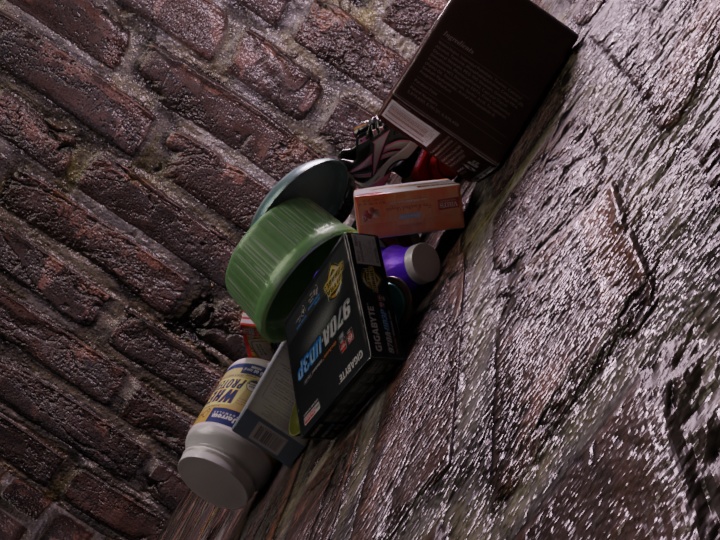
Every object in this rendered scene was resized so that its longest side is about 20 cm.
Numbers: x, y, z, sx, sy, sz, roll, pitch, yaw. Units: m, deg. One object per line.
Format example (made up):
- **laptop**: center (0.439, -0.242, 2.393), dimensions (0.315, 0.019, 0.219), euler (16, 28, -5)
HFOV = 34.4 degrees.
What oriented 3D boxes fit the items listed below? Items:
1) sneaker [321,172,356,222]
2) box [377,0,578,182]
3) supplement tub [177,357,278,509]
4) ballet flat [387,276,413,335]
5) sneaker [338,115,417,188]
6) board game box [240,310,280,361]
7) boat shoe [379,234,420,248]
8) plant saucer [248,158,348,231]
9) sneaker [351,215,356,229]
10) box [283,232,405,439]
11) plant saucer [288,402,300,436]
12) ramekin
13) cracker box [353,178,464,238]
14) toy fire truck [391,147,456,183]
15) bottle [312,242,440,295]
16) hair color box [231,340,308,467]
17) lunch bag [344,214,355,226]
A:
- **sneaker**: center (-0.074, -0.070, 1.819), dimensions (0.202, 0.075, 0.079), euler (-59, 8, 6)
- **box**: center (0.146, -0.248, 1.502), dimensions (0.201, 0.163, 0.166), euler (-57, 3, -5)
- **supplement tub**: center (-0.183, 0.251, 1.798), dimensions (0.145, 0.143, 0.201), euler (-52, 6, 50)
- **ballet flat**: center (0.021, 0.063, 1.369), dimensions (0.067, 0.068, 0.200), euler (-23, -19, -40)
- **sneaker**: center (0.033, -0.203, 1.767), dimensions (0.201, 0.086, 0.081), euler (-51, 22, 33)
- **board game box**: center (-0.146, 0.085, 1.897), dimensions (0.201, 0.046, 0.153), euler (84, -166, -52)
- **boat shoe**: center (0.033, 0.018, 1.557), dimensions (0.062, 0.072, 0.201), euler (-20, -29, -24)
- **plant saucer**: center (-0.096, -0.085, 1.692), dimensions (0.200, 0.027, 0.201), euler (-42, -22, -21)
- **sneaker**: center (0.034, -0.063, 1.773), dimensions (0.199, 0.076, 0.091), euler (-11, -43, -58)
- **box**: center (-0.024, 0.078, 1.324), dimensions (0.200, 0.045, 0.161), euler (-53, 41, 48)
- **plant saucer**: center (-0.033, 0.135, 1.539), dimensions (0.201, 0.031, 0.200), euler (-57, 11, 16)
- **ramekin**: center (-0.099, -0.006, 1.648), dimensions (0.200, 0.097, 0.201), euler (-41, -23, -21)
- **cracker box**: center (0.058, -0.081, 1.498), dimensions (0.200, 0.132, 0.059), euler (-97, 0, -83)
- **toy fire truck**: center (0.146, -0.216, 1.777), dimensions (0.199, 0.128, 0.178), euler (-10, 49, 57)
- **bottle**: center (0.017, 0.014, 1.434), dimensions (0.199, 0.065, 0.085), euler (-23, 62, 48)
- **hair color box**: center (-0.096, 0.173, 1.668), dimensions (0.061, 0.098, 0.201), euler (-54, 5, 41)
- **lunch bag**: center (-0.032, 0.034, 1.880), dimensions (0.202, 0.116, 0.164), euler (-62, 3, 20)
